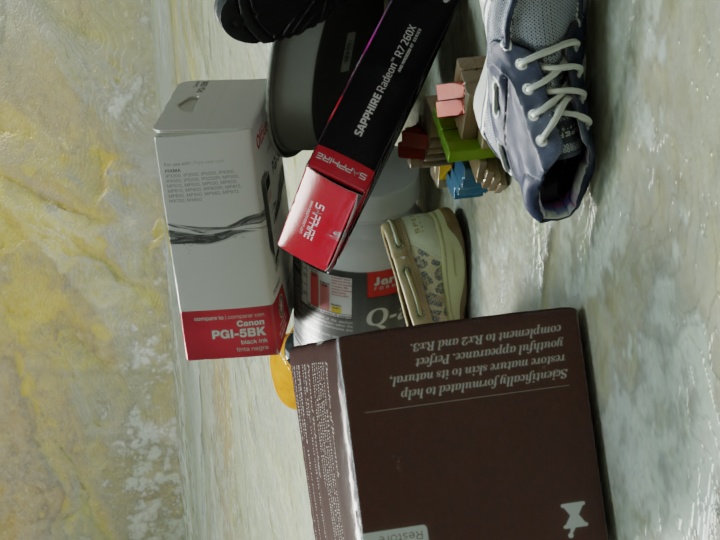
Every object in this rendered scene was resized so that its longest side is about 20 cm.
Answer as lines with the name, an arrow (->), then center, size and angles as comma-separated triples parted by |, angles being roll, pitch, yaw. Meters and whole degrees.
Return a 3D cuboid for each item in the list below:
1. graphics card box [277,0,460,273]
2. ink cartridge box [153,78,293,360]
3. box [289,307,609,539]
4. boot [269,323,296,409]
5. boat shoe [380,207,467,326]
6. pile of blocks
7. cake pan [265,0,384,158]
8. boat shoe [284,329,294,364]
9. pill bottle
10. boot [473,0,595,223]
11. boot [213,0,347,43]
graphics card box -> 0.007, -0.111, 1.481 | 0.200, 0.051, 0.125 | -63, -2, -29
ink cartridge box -> -0.108, -0.045, 1.670 | 0.147, 0.083, 0.200 | -78, -17, -67
box -> 0.054, 0.119, 1.361 | 0.200, 0.166, 0.164 | 157, 106, -78
boot -> -0.050, 0.116, 2.125 | 0.144, 0.071, 0.201 | -105, 18, -47
boat shoe -> 0.050, 0.047, 1.601 | 0.073, 0.063, 0.200 | -127, 31, -67
pile of blocks -> 0.064, -0.089, 1.451 | 0.200, 0.062, 0.082 | 119, 143, -72
cake pan -> -0.026, -0.188, 1.673 | 0.200, 0.037, 0.200 | 15, -90, -75
boat shoe -> -0.031, 0.064, 1.886 | 0.199, 0.066, 0.075 | -56, -47, -77
pill bottle -> 0.000, 0.000, 1.690 | 0.116, 0.116, 0.200 | -113, 19, -54
boot -> 0.115, -0.118, 1.194 | 0.200, 0.073, 0.090 | 87, 162, -57
boot -> -0.046, -0.277, 1.571 | 0.163, 0.198, 0.073 | 59, 180, 42
